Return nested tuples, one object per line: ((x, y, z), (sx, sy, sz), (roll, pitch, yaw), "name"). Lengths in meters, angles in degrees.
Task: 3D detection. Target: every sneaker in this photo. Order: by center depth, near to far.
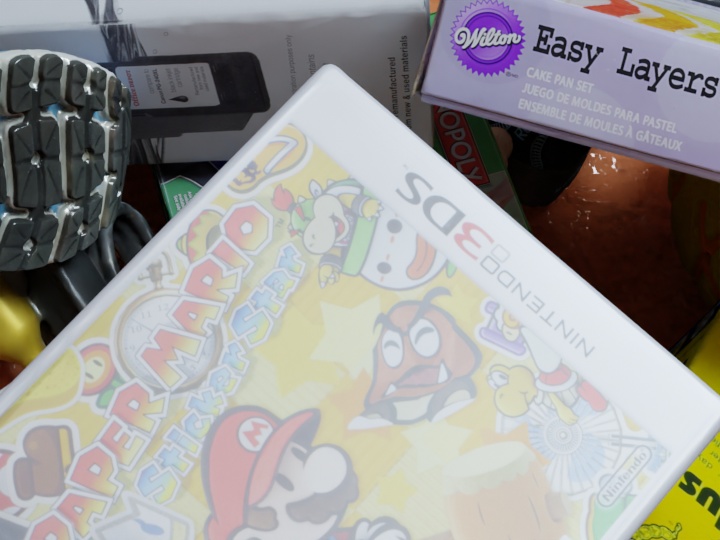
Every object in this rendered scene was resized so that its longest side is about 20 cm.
((-0.167, -0.047, 0.722), (0.199, 0.079, 0.090), (-6, 24, -39), "sneaker")
((0.117, -0.110, 0.978), (0.073, 0.082, 0.200), (33, 46, -1), "sneaker")

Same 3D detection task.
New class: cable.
((-0.088, 0.052, 0.787), (0.097, 0.050, 0.201), (-24, 83, -57), "cable")

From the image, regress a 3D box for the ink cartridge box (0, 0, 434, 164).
((-0.073, -0.121, 0.822), (0.198, 0.084, 0.146), (-2, 51, 3), "ink cartridge box")

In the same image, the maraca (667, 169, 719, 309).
((0.198, -0.009, 0.918), (0.137, 0.107, 0.201), (43, 18, -38), "maraca")

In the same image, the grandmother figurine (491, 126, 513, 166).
((0.008, -0.043, 0.883), (0.120, 0.061, 0.201), (-10, 57, -3), "grandmother figurine")

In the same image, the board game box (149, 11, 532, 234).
((0.000, 0.000, 0.811), (0.133, 0.029, 0.201), (-14, 60, -8), "board game box")

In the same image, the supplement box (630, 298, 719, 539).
((0.125, 0.117, 0.800), (0.109, 0.109, 0.200), (39, 47, 0), "supplement box")

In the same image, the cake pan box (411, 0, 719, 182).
((0.126, -0.076, 0.795), (0.183, 0.053, 0.200), (18, 15, 8), "cake pan box")

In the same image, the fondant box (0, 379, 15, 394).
((-0.049, 0.082, 0.710), (0.199, 0.058, 0.145), (-35, 78, -15), "fondant box")

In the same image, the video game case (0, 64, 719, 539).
((-0.009, 0.058, 0.680), (0.182, 0.023, 0.200), (41, 72, 9), "video game case")
